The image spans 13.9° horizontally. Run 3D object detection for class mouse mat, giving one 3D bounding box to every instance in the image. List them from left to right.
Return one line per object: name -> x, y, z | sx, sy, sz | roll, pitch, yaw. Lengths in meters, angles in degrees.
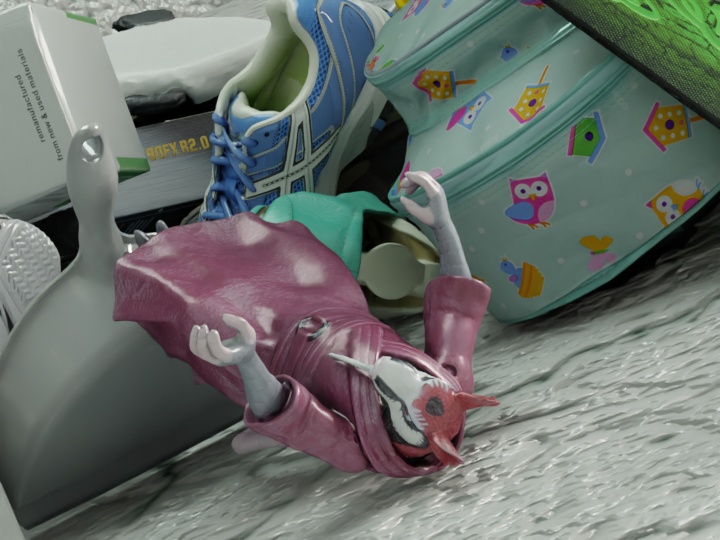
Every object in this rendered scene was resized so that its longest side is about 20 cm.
mouse mat -> 0.168, -0.104, 1.250 | 0.161, 0.200, 0.008 | -43, -15, -48

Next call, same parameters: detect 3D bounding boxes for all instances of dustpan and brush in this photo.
dustpan and brush -> -0.103, 0.014, 1.250 | 0.139, 0.057, 0.200 | -27, -27, -20

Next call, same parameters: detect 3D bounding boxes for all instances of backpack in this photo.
backpack -> 0.093, -0.076, 1.316 | 0.175, 0.153, 0.200 | -33, 22, 21

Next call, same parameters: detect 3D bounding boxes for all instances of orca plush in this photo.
orca plush -> -0.136, -0.079, 1.594 | 0.199, 0.071, 0.105 | -21, 34, -18

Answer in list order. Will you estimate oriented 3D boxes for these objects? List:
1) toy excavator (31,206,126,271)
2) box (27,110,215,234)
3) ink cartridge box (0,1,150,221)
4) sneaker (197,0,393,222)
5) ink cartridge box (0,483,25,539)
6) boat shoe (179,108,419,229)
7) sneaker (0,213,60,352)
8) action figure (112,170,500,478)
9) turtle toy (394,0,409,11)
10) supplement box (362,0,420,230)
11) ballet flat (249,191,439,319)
toy excavator -> -0.181, 0.044, 1.543 | 0.193, 0.100, 0.200 | -22, -3, 6
box -> -0.158, -0.018, 1.620 | 0.158, 0.049, 0.200 | -14, -14, -28
ink cartridge box -> -0.215, -0.048, 1.390 | 0.199, 0.088, 0.145 | -20, 0, 7
sneaker -> -0.051, -0.048, 1.462 | 0.075, 0.201, 0.077 | 22, -1, 43
ink cartridge box -> -0.226, 0.094, 1.238 | 0.125, 0.129, 0.200 | -27, 12, -17
boat shoe -> 0.002, -0.034, 1.531 | 0.199, 0.074, 0.074 | -28, -8, 22
sneaker -> -0.175, 0.031, 1.341 | 0.114, 0.076, 0.200 | -4, -21, 30
action figure -> -0.016, 0.045, 1.153 | 0.133, 0.150, 0.200 | -24, 32, -25
turtle toy -> 0.122, -0.127, 1.492 | 0.145, 0.101, 0.200 | 20, 14, -47
supplement box -> 0.049, -0.128, 1.638 | 0.200, 0.101, 0.103 | -50, 17, -15
ballet flat -> 0.000, 0.000, 1.385 | 0.070, 0.068, 0.200 | 17, 5, 14
